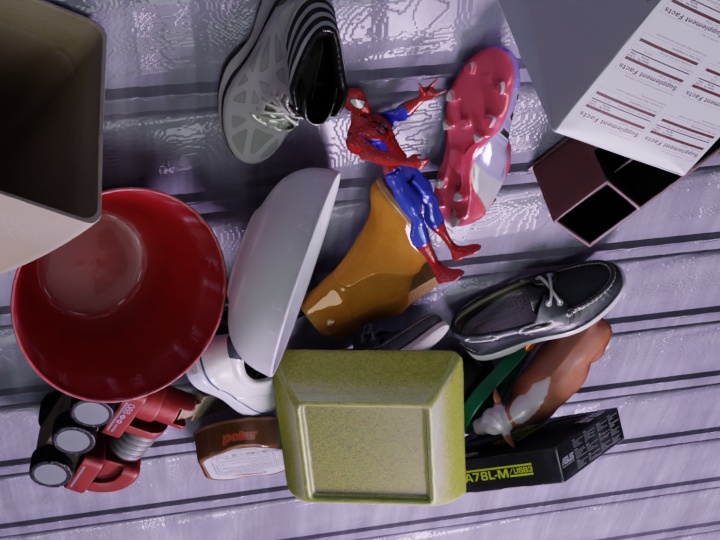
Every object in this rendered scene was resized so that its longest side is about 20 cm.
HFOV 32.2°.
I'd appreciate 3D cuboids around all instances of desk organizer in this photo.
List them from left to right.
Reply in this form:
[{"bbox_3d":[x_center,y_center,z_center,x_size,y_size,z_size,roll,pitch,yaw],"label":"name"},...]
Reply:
[{"bbox_3d":[0.269,-0.118,1.214,0.200,0.077,0.071,-39,134,25],"label":"desk organizer"}]

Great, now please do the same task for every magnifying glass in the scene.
[{"bbox_3d":[0.176,0.106,1.428,0.201,0.022,0.079,-56,158,11],"label":"magnifying glass"}]

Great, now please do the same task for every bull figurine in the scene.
[{"bbox_3d":[0.215,0.125,1.426,0.200,0.065,0.121,-46,167,5],"label":"bull figurine"}]

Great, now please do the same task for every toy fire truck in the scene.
[{"bbox_3d":[-0.237,0.162,1.359,0.198,0.129,0.176,22,128,-23],"label":"toy fire truck"}]

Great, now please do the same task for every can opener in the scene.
[{"bbox_3d":[-0.146,0.045,1.284,0.198,0.079,0.064,-6,132,-25],"label":"can opener"}]

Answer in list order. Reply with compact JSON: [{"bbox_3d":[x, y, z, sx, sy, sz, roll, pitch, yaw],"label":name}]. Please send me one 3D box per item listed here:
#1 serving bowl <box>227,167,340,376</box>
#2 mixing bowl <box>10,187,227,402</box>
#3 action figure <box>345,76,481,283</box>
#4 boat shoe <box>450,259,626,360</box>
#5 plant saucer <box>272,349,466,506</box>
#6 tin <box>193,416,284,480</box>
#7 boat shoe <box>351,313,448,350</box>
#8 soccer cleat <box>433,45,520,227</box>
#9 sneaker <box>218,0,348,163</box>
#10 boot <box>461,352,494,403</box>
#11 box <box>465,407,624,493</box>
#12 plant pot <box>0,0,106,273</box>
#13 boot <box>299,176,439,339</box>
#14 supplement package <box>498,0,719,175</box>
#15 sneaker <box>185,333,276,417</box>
[{"bbox_3d":[-0.080,-0.006,1.163,0.065,0.201,0.201,19,134,0],"label":"serving bowl"},{"bbox_3d":[-0.234,0.010,1.151,0.198,0.108,0.202,-9,110,-26],"label":"mixing bowl"},{"bbox_3d":[0.059,-0.091,1.140,0.099,0.065,0.201,-22,112,42],"label":"action figure"},{"bbox_3d":[0.194,0.039,1.370,0.199,0.076,0.060,-30,143,15],"label":"boat shoe"},{"bbox_3d":[0.009,0.175,1.292,0.198,0.048,0.201,0,125,7],"label":"plant saucer"},{"bbox_3d":[-0.132,0.206,1.430,0.111,0.042,0.200,-3,162,-3],"label":"tin"},{"bbox_3d":[0.006,0.092,1.376,0.199,0.062,0.073,-33,165,23],"label":"boat shoe"},{"bbox_3d":[0.117,-0.129,1.179,0.076,0.067,0.201,-29,144,-39],"label":"soccer cleat"},{"bbox_3d":[-0.069,-0.144,1.052,0.075,0.116,0.201,5,136,-22],"label":"sneaker"},{"bbox_3d":[0.052,0.163,1.408,0.199,0.066,0.165,-10,139,-58],"label":"boot"},{"bbox_3d":[0.186,0.214,1.466,0.192,0.048,0.199,-16,179,33],"label":"box"},{"bbox_3d":[-0.330,-0.101,0.974,0.199,0.202,0.177,19,140,-33],"label":"plant pot"},{"bbox_3d":[0.000,0.000,1.259,0.143,0.071,0.202,-29,147,1],"label":"boot"},{"bbox_3d":[0.239,-0.224,0.998,0.146,0.192,0.200,14,132,-29],"label":"supplement package"},{"bbox_3d":[-0.110,0.112,1.324,0.070,0.074,0.200,-13,164,19],"label":"sneaker"}]
